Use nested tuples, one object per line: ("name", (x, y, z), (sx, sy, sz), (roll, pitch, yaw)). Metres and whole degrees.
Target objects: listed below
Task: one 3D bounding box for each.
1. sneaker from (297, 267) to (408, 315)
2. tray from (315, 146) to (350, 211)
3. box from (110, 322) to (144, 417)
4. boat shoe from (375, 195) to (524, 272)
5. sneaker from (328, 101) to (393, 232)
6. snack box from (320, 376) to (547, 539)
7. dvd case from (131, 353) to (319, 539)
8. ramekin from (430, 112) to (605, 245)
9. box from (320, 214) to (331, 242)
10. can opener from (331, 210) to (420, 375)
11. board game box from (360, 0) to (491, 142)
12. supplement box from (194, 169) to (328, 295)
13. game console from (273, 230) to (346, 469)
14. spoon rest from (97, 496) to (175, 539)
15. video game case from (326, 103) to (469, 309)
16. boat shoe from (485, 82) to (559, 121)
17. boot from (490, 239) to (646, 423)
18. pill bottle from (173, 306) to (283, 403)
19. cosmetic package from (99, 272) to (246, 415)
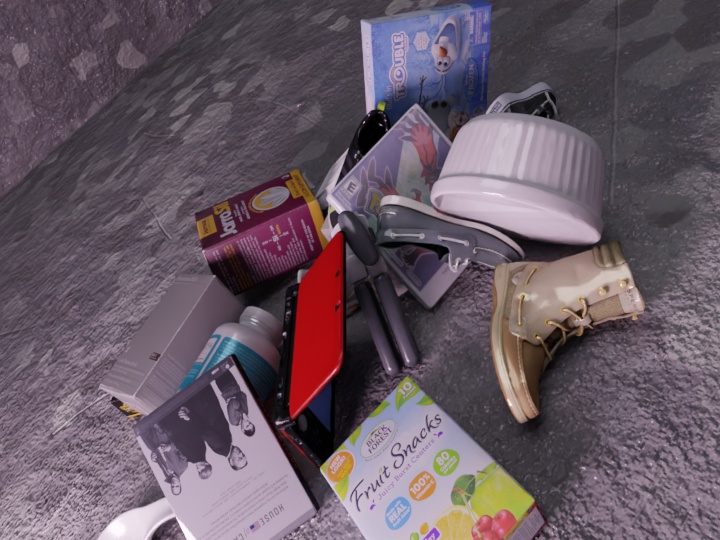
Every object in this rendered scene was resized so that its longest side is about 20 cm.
("sneaker", (0.000, 0.000, 0.805), (0.196, 0.093, 0.077), (-28, 40, 10))
("tray", (-0.039, -0.154, 0.951), (0.110, 0.022, 0.199), (-64, 12, -9))
("box", (-0.294, 0.137, 0.928), (0.194, 0.050, 0.163), (-18, 40, 22))
("boat shoe", (0.109, -0.029, 0.714), (0.073, 0.194, 0.064), (130, 159, -71))
("sneaker", (-0.002, -0.137, 0.808), (0.069, 0.083, 0.207), (13, 85, 3))
("snack box", (0.062, 0.220, 0.570), (0.142, 0.053, 0.199), (-42, 39, -8))
("dvd case", (-0.157, 0.225, 0.658), (0.148, 0.025, 0.203), (-33, 80, 2))
("ramekin", (0.183, -0.102, 0.653), (0.199, 0.199, 0.098), (13, 87, 43))
("box", (0.013, -0.120, 0.934), (0.080, 0.069, 0.204), (-3, 50, 35))
("can opener", (0.014, 0.026, 0.701), (0.052, 0.067, 0.206), (-23, 82, 12))
("board game box", (0.102, -0.284, 0.874), (0.193, 0.206, 0.044), (-15, 34, -14))
("supplement box", (-0.160, -0.064, 0.950), (0.195, 0.105, 0.132), (-25, 39, -8))
("game console", (-0.032, 0.093, 0.673), (0.115, 0.174, 0.204), (-19, 40, 17))
("spoon rest", (-0.262, 0.326, 0.706), (0.196, 0.061, 0.100), (-31, 39, 6))
("video game case", (0.082, -0.087, 0.765), (0.183, 0.200, 0.023), (-46, 5, -14))
("boat shoe", (0.247, -0.219, 0.821), (0.068, 0.197, 0.075), (43, 124, 18))
("boot", (0.218, 0.056, 0.602), (0.151, 0.074, 0.203), (-14, 37, 25))
("pill bottle", (-0.175, 0.151, 0.773), (0.108, 0.112, 0.203), (3, 53, 38))
("cosmetic package", (-0.264, 0.107, 0.829), (0.104, 0.091, 0.204), (0, 53, 40))
